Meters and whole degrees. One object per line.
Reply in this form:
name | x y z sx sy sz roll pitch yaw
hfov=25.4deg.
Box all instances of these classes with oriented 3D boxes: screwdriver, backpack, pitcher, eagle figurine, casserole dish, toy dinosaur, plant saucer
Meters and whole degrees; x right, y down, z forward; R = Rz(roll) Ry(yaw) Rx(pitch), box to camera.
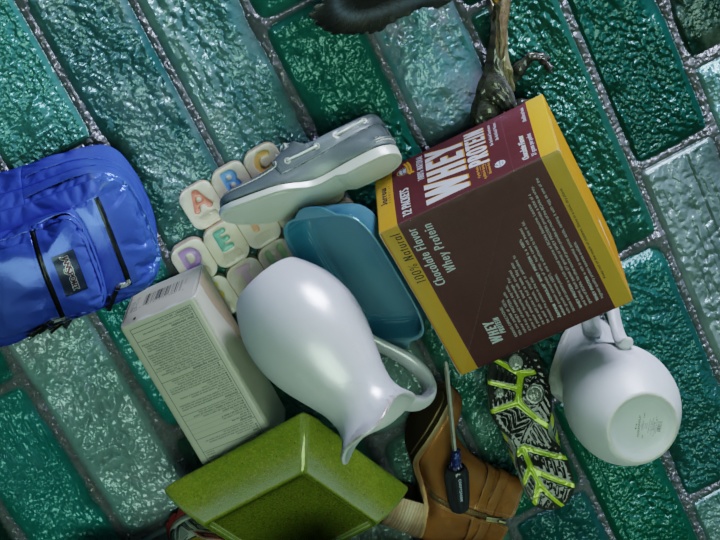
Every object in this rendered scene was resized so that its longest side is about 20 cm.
screwdriver | 0.105 0.182 1.731 0.029 0.028 0.201 7 123 14
backpack | -0.299 -0.020 1.593 0.198 0.168 0.164 -20 119 -7
pitcher | 0.273 0.107 1.730 0.120 0.200 0.173 -3 110 -10
eagle figurine | 0.059 -0.311 1.590 0.198 0.151 0.153 10 66 16
pitcher | -0.022 0.082 1.652 0.200 0.171 0.121 50 124 15
casserole dish | 0.000 0.000 1.683 0.120 0.039 0.201 -4 128 38
toy dinosaur | 0.158 -0.195 1.680 0.087 0.048 0.202 4 106 -5
plant saucer | -0.077 0.257 1.735 0.199 0.048 0.200 -29 134 22

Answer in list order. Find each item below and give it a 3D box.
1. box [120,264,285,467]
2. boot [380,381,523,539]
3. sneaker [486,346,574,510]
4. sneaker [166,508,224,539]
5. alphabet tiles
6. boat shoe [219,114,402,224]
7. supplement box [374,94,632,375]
box | -0.164 0.107 1.701 0.094 0.078 0.201 -21 114 12
boot | 0.120 0.224 1.815 0.153 0.074 0.201 14 118 -15
sneaker | 0.184 0.171 1.809 0.075 0.076 0.202 -14 94 -4
sneaker | -0.149 0.358 1.804 0.078 0.082 0.200 -39 113 5
alphabet tiles | -0.097 -0.030 1.707 0.199 0.015 0.196 -30 113 1
boat shoe | -0.058 -0.105 1.658 0.198 0.073 0.062 -21 69 2
supplement box | 0.146 -0.036 1.659 0.199 0.133 0.198 -25 118 12
